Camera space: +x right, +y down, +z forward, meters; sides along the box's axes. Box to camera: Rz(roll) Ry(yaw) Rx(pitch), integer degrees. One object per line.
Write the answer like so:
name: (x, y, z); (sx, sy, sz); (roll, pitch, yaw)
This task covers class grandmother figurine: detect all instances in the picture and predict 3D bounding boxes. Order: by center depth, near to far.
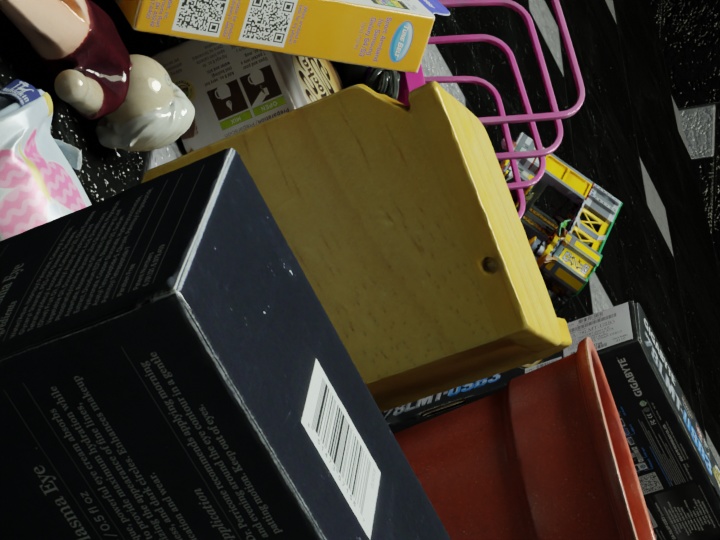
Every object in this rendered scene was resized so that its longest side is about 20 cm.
grandmother figurine: (-0.149, -0.124, 0.854); (0.200, 0.060, 0.122); (47, 25, -49)

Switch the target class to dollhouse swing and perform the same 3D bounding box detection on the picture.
dollhouse swing: (0.000, 0.000, 0.927); (0.183, 0.199, 0.176); (69, 19, -3)

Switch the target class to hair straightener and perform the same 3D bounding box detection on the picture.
hair straightener: (0.003, -0.114, 1.116); (0.077, 0.041, 0.200); (59, -27, 10)

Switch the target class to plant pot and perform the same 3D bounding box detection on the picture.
plant pot: (0.059, 0.160, 0.912); (0.201, 0.194, 0.202); (-17, 90, -81)

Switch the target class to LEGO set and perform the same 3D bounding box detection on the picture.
LEGO set: (0.106, -0.009, 1.323); (0.116, 0.200, 0.154); (34, 47, -1)

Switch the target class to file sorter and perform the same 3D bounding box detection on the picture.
file sorter: (0.062, -0.108, 1.184); (0.200, 0.124, 0.140); (113, -30, -60)

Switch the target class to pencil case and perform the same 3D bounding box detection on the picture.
pencil case: (-0.130, 0.023, 0.721); (0.201, 0.083, 0.091); (66, 19, -13)

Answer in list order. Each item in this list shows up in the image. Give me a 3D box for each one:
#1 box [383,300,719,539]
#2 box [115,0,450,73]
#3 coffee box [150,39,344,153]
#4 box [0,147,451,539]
box: (0.138, 0.135, 1.190); (0.201, 0.197, 0.050); (58, 23, -31)
box: (-0.050, -0.162, 0.969); (0.199, 0.042, 0.119); (7, 27, -29)
coffee box: (-0.043, -0.059, 1.056); (0.201, 0.079, 0.113); (67, 18, -6)
box: (-0.087, 0.088, 0.620); (0.201, 0.181, 0.104); (62, 19, -24)
